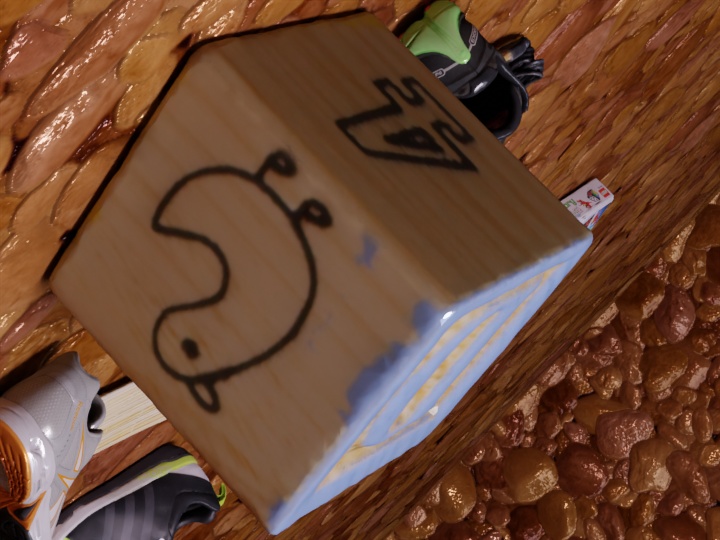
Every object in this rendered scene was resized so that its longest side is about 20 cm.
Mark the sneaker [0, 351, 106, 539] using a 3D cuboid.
[{"bbox_3d":[-0.203,0.124,1.161,0.092,0.076,0.200,-42,168,-29],"label":"sneaker"}]

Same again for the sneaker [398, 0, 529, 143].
[{"bbox_3d":[0.071,-0.110,1.218,0.077,0.084,0.200,-44,162,0],"label":"sneaker"}]

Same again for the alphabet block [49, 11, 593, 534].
[{"bbox_3d":[-0.021,-0.006,1.029,0.196,0.200,0.196,-52,165,28],"label":"alphabet block"}]

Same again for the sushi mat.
[{"bbox_3d":[-0.180,0.108,1.304,0.200,0.012,0.096,-25,156,-54],"label":"sushi mat"}]

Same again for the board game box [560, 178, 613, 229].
[{"bbox_3d":[0.199,-0.010,2.028,0.126,0.035,0.200,-32,162,-41],"label":"board game box"}]

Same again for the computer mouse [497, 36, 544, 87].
[{"bbox_3d":[0.071,-0.103,1.342,0.200,0.046,0.141,-28,160,-49],"label":"computer mouse"}]

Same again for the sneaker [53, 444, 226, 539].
[{"bbox_3d":[-0.189,0.217,1.450,0.200,0.083,0.072,-35,164,-34],"label":"sneaker"}]
